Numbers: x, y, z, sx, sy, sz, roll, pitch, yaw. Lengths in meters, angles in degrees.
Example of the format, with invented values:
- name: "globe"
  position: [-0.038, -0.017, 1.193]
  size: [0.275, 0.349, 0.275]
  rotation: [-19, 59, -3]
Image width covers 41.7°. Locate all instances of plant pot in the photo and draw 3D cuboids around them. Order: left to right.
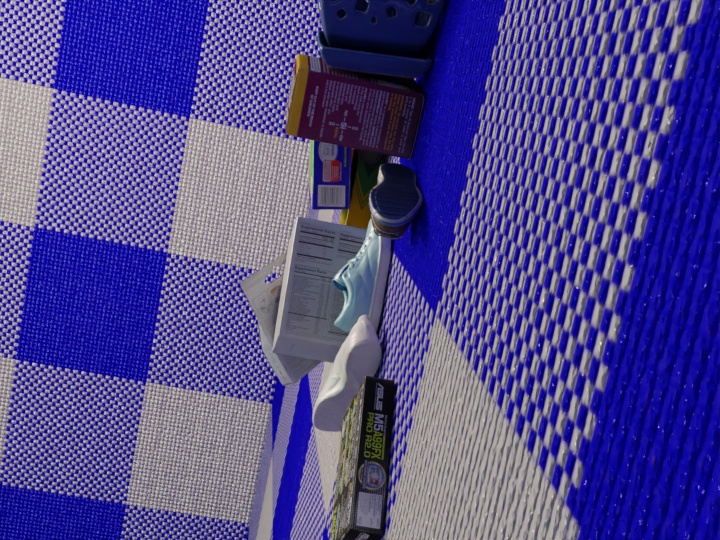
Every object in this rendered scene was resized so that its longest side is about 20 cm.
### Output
- name: "plant pot"
  position: [0.024, -0.399, 1.429]
  size: [0.201, 0.195, 0.183]
  rotation: [-100, 16, -68]

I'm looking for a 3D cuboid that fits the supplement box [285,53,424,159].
- name: "supplement box"
  position: [-0.012, -0.254, 1.454]
  size: [0.131, 0.196, 0.105]
  rotation: [-99, 20, -68]

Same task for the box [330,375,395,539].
- name: "box"
  position: [0.001, 0.264, 1.253]
  size: [0.161, 0.043, 0.203]
  rotation: [112, 167, -59]

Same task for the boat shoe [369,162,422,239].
- name: "boat shoe"
  position: [0.048, -0.083, 1.309]
  size: [0.201, 0.071, 0.074]
  rotation: [-73, -8, -65]

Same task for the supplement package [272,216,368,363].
- name: "supplement package"
  position: [-0.058, 0.039, 1.597]
  size: [0.152, 0.147, 0.204]
  rotation: [123, 156, -72]

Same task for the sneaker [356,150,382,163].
- name: "sneaker"
  position: [0.031, -0.254, 1.613]
  size: [0.202, 0.074, 0.080]
  rotation: [107, 168, -45]

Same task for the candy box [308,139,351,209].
- name: "candy box"
  position: [-0.058, -0.211, 1.757]
  size: [0.200, 0.075, 0.173]
  rotation: [-105, 17, -78]

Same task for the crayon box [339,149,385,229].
- name: "crayon box"
  position: [0.003, -0.157, 1.776]
  size: [0.127, 0.050, 0.204]
  rotation: [-110, 32, -75]

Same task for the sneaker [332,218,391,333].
- name: "sneaker"
  position: [0.000, 0.000, 1.470]
  size: [0.074, 0.080, 0.204]
  rotation: [124, 155, -69]

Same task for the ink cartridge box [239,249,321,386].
- name: "ink cartridge box"
  position: [-0.121, 0.077, 1.695]
  size: [0.162, 0.202, 0.057]
  rotation: [-36, 9, -36]

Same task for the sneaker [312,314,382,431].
- name: "sneaker"
  position: [-0.018, 0.157, 1.437]
  size: [0.089, 0.074, 0.202]
  rotation: [-96, 27, -53]

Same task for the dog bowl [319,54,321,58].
- name: "dog bowl"
  position: [0.010, -0.431, 1.745]
  size: [0.199, 0.059, 0.201]
  rotation: [-40, 23, 21]

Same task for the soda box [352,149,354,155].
- name: "soda box"
  position: [0.003, -0.276, 1.872]
  size: [0.201, 0.066, 0.065]
  rotation: [110, 169, -51]
